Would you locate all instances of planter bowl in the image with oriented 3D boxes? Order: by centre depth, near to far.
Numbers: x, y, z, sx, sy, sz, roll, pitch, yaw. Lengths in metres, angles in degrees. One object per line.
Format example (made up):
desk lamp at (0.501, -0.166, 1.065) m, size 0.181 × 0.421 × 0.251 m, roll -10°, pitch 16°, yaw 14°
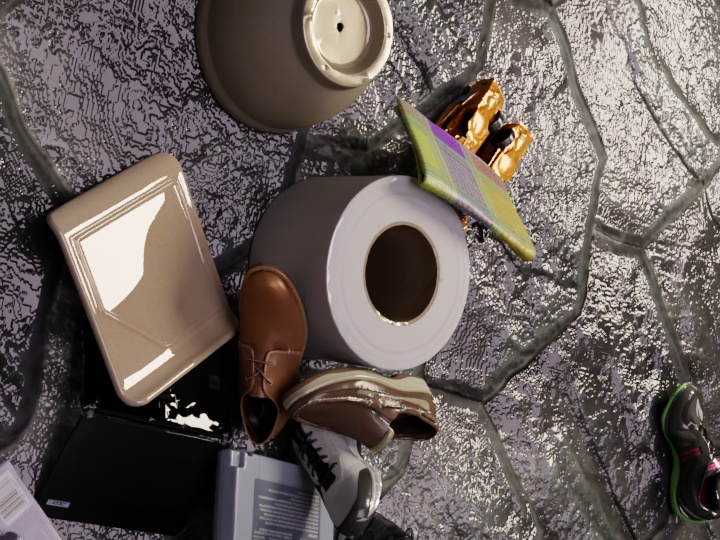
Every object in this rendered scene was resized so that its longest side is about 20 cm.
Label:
planter bowl at (-0.052, -0.244, 1.474) m, size 0.199 × 0.134 × 0.203 m, roll -3°, pitch 94°, yaw -39°

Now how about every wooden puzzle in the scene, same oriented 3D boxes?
wooden puzzle at (-0.210, 0.006, 1.396) m, size 0.185 × 0.037 × 0.202 m, roll -39°, pitch 112°, yaw -51°

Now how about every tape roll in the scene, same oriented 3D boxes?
tape roll at (0.000, 0.000, 1.528) m, size 0.201 × 0.139 × 0.205 m, roll -3°, pitch 94°, yaw -39°

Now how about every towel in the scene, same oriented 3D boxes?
towel at (0.114, -0.095, 1.560) m, size 0.199 × 0.023 × 0.144 m, roll 32°, pitch 28°, yaw -40°

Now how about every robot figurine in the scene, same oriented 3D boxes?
robot figurine at (0.122, -0.120, 1.675) m, size 0.145 × 0.058 × 0.201 m, roll 51°, pitch 61°, yaw -29°

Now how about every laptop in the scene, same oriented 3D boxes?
laptop at (-0.226, 0.144, 1.430) m, size 0.176 × 0.103 × 0.202 m, roll 18°, pitch 56°, yaw -39°

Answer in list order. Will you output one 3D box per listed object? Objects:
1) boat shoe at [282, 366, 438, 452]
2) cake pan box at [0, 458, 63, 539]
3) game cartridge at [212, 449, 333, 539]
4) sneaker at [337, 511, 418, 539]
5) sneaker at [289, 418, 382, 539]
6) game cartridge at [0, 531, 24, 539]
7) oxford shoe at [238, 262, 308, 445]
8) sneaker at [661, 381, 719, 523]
boat shoe at (0.010, 0.148, 1.485) m, size 0.201 × 0.075 × 0.075 m, roll 3°, pitch 52°, yaw -43°
cake pan box at (-0.353, 0.297, 1.308) m, size 0.184 × 0.052 × 0.201 m, roll -44°, pitch 119°, yaw -31°
game cartridge at (-0.089, 0.264, 1.482) m, size 0.200 × 0.041 × 0.135 m, roll 28°, pitch 64°, yaw -58°
sneaker at (0.023, 0.371, 1.582) m, size 0.075 × 0.113 × 0.202 m, roll 5°, pitch 89°, yaw -39°
sneaker at (-0.035, 0.202, 1.500) m, size 0.080 × 0.200 × 0.074 m, roll 26°, pitch 111°, yaw -27°
game cartridge at (-0.327, 0.353, 1.281) m, size 0.130 × 0.038 × 0.201 m, roll 46°, pitch 65°, yaw -27°
oxford shoe at (-0.093, 0.088, 1.452) m, size 0.071 × 0.071 × 0.202 m, roll -66°, pitch 159°, yaw -59°
sneaker at (0.466, 0.248, 1.964) m, size 0.076 × 0.083 × 0.202 m, roll -20°, pitch 105°, yaw -38°
